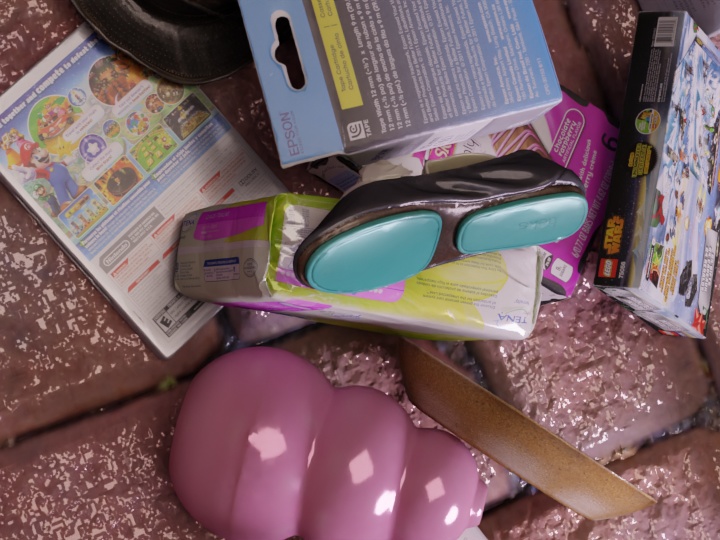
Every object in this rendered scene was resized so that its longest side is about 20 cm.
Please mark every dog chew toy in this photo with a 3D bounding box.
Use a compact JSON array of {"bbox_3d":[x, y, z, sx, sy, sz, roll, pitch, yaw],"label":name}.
[{"bbox_3d":[-0.018,0.123,1.138,0.198,0.125,0.126,14,77,4],"label":"dog chew toy"}]

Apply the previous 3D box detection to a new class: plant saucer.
[{"bbox_3d":[0.100,0.110,1.171,0.199,0.200,0.036,33,89,-13],"label":"plant saucer"}]

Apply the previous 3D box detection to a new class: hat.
[{"bbox_3d":[-0.100,-0.229,1.187,0.199,0.081,0.203,7,75,-25],"label":"hat"}]

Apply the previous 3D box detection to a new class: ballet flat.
[{"bbox_3d":[0.040,-0.035,1.062,0.198,0.073,0.074,-12,87,-25],"label":"ballet flat"}]

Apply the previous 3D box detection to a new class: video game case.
[{"bbox_3d":[-0.146,-0.062,1.191,0.143,0.018,0.200,-44,99,-19],"label":"video game case"}]

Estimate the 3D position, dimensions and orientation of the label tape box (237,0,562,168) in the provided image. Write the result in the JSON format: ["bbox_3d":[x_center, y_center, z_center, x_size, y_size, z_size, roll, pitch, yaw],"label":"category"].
[{"bbox_3d":[0.017,-0.150,1.178,0.198,0.066,0.145,-15,85,-17],"label":"label tape box"}]

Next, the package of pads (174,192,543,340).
[{"bbox_3d":[0.000,0.000,1.150,0.198,0.154,0.069,10,84,-26],"label":"package of pads"}]

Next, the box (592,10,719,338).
[{"bbox_3d":[0.223,-0.066,1.279,0.137,0.040,0.202,30,68,-55],"label":"box"}]

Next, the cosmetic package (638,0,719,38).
[{"bbox_3d":[0.294,-0.276,1.287,0.166,0.200,0.168,-25,92,-21],"label":"cosmetic package"}]

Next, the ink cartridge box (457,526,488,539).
[{"bbox_3d":[0.065,0.280,1.188,0.146,0.084,0.201,-40,97,-20],"label":"ink cartridge box"}]

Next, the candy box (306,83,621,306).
[{"bbox_3d":[0.080,-0.083,1.255,0.199,0.061,0.137,29,73,-14],"label":"candy box"}]
